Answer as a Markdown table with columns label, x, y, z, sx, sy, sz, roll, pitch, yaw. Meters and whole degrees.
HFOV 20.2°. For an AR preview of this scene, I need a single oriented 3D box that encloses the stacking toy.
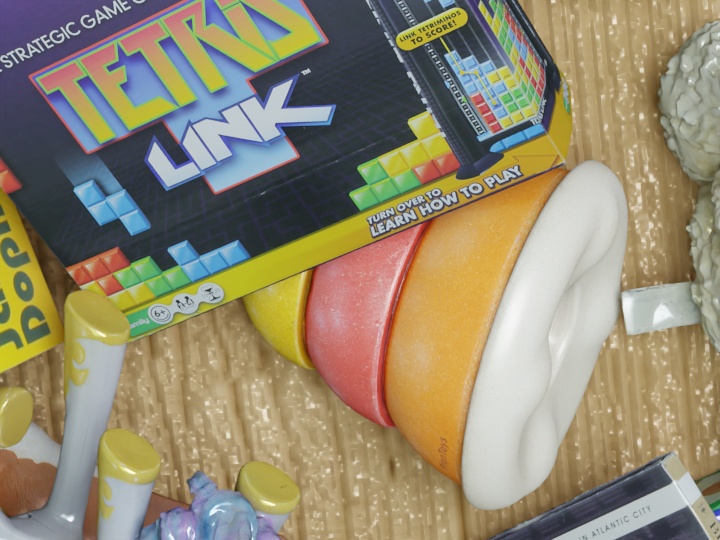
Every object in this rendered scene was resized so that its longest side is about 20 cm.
| label | x | y | z | sx | sy | sz | roll | pitch | yaw |
| --- | --- | --- | --- | --- | --- | --- | --- | --- | --- |
| stacking toy | 0.000 | 0.000 | 0.833 | 0.199 | 0.146 | 0.147 | 20 | 98 | 17 |

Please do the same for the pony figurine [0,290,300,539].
| label | x | y | z | sx | sy | sz | roll | pitch | yaw |
| --- | --- | --- | --- | --- | --- | --- | --- | --- | --- |
| pony figurine | -0.101 | 0.140 | 0.773 | 0.193 | 0.166 | 0.201 | 41 | 121 | 22 |

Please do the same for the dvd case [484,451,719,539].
| label | x | y | z | sx | sy | sz | roll | pitch | yaw |
| --- | --- | --- | --- | --- | --- | --- | --- | --- | --- |
| dvd case | 0.129 | 0.186 | 0.842 | 0.148 | 0.016 | 0.201 | -33 | 90 | 42 |

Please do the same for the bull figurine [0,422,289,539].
| label | x | y | z | sx | sy | sz | roll | pitch | yaw |
| --- | --- | --- | --- | --- | --- | --- | --- | --- | --- |
| bull figurine | -0.124 | 0.129 | 0.875 | 0.199 | 0.065 | 0.122 | 22 | 102 | 3 |

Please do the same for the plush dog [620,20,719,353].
| label | x | y | z | sx | sy | sz | roll | pitch | yaw |
| --- | --- | --- | --- | --- | --- | --- | --- | --- | --- |
| plush dog | 0.196 | -0.007 | 0.763 | 0.199 | 0.172 | 0.161 | 29 | 75 | 1 |

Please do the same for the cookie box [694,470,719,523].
| label | x | y | z | sx | sy | sz | roll | pitch | yaw |
| --- | --- | --- | --- | --- | --- | --- | --- | --- | --- |
| cookie box | 0.257 | 0.133 | 0.843 | 0.199 | 0.075 | 0.172 | -25 | 95 | 6 |

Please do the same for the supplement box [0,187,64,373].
| label | x | y | z | sx | sy | sz | roll | pitch | yaw |
| --- | --- | --- | --- | --- | --- | --- | --- | --- | --- |
| supplement box | -0.238 | 0.018 | 0.812 | 0.199 | 0.109 | 0.109 | -18 | 96 | 31 |

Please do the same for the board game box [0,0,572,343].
| label | x | y | z | sx | sy | sz | roll | pitch | yaw |
| --- | --- | --- | --- | --- | --- | --- | --- | --- | --- |
| board game box | -0.047 | -0.078 | 0.736 | 0.199 | 0.057 | 0.166 | -23 | 122 | 23 |
